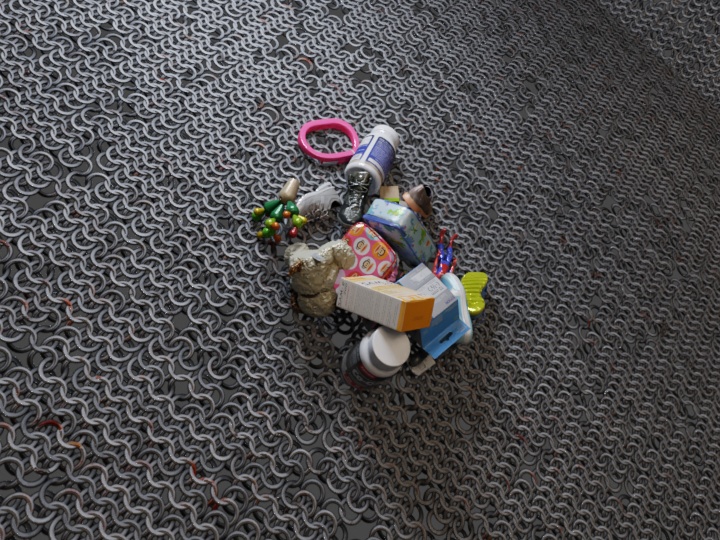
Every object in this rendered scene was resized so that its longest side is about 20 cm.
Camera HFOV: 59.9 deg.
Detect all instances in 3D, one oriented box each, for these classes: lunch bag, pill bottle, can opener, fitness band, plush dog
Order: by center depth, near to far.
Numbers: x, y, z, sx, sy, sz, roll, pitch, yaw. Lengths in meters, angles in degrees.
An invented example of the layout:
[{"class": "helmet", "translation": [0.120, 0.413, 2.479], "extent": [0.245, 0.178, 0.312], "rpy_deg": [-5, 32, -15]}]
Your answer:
[{"class": "pill bottle", "translation": [0.036, 0.206, 1.481], "extent": [0.111, 0.200, 0.117], "rpy_deg": [8, 65, -18]}, {"class": "plush dog", "translation": [-0.109, 0.035, 1.519], "extent": [0.161, 0.195, 0.175], "rpy_deg": [-52, 132, -54]}, {"class": "lunch bag", "translation": [0.000, 0.000, 1.601], "extent": [0.176, 0.082, 0.200], "rpy_deg": [44, 92, 9]}, {"class": "can opener", "translation": [0.202, 0.207, 1.643], "extent": [0.198, 0.067, 0.054], "rpy_deg": [-29, 78, -33]}, {"class": "lunch bag", "translation": [0.103, -0.098, 1.673], "extent": [0.159, 0.200, 0.083], "rpy_deg": [25, 73, 42]}, {"class": "pill bottle", "translation": [0.039, -0.327, 1.830], "extent": [0.114, 0.116, 0.202], "rpy_deg": [31, 55, -5]}, {"class": "fitness band", "translation": [-0.092, -0.383, 1.850], "extent": [0.196, 0.038, 0.146], "rpy_deg": [-15, 70, -31]}]

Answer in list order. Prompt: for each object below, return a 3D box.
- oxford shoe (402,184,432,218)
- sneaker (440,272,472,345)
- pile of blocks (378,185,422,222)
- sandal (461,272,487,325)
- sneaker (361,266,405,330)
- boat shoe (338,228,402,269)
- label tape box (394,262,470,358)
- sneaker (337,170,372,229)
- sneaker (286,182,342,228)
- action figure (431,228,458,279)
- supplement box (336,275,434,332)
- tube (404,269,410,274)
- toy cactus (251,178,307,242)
[{"class": "oxford shoe", "translation": [0.186, -0.204, 1.804], "extent": [0.072, 0.073, 0.199], "rpy_deg": [52, 15, 12]}, {"class": "sneaker", "translation": [0.213, 0.099, 1.643], "extent": [0.127, 0.080, 0.204], "rpy_deg": [-1, 60, -21]}, {"class": "pile of blocks", "translation": [0.109, -0.155, 1.802], "extent": [0.081, 0.063, 0.202], "rpy_deg": [-21, 61, -20]}, {"class": "sandal", "translation": [0.321, 0.081, 1.767], "extent": [0.077, 0.089, 0.202], "rpy_deg": [2, 37, 17]}, {"class": "sneaker", "translation": [0.071, 0.074, 1.653], "extent": [0.095, 0.078, 0.204], "rpy_deg": [41, 65, -42]}, {"class": "boat shoe", "translation": [0.026, -0.043, 1.705], "extent": [0.199, 0.072, 0.061], "rpy_deg": [34, 96, -17]}, {"class": "label tape box", "translation": [0.168, 0.098, 1.556], "extent": [0.142, 0.067, 0.200], "rpy_deg": [-33, 65, -27]}, {"class": "sneaker", "translation": [-0.016, -0.197, 1.693], "extent": [0.074, 0.116, 0.201], "rpy_deg": [11, 37, 4]}, {"class": "sneaker", "translation": [-0.121, -0.167, 1.694], "extent": [0.082, 0.075, 0.200], "rpy_deg": [44, 54, 6]}, {"class": "action figure", "translation": [0.242, -0.027, 1.804], "extent": [0.064, 0.052, 0.204], "rpy_deg": [23, 59, -15]}, {"class": "supplement box", "translation": [0.057, 0.073, 1.456], "extent": [0.197, 0.076, 0.125], "rpy_deg": [19, 13, 37]}, {"class": "tube", "translation": [0.188, 0.081, 1.720], "extent": [0.198, 0.052, 0.058], "rpy_deg": [33, 28, -1]}, {"class": "toy cactus", "translation": [-0.195, -0.151, 1.592], "extent": [0.102, 0.198, 0.168], "rpy_deg": [34, 75, -33]}]
